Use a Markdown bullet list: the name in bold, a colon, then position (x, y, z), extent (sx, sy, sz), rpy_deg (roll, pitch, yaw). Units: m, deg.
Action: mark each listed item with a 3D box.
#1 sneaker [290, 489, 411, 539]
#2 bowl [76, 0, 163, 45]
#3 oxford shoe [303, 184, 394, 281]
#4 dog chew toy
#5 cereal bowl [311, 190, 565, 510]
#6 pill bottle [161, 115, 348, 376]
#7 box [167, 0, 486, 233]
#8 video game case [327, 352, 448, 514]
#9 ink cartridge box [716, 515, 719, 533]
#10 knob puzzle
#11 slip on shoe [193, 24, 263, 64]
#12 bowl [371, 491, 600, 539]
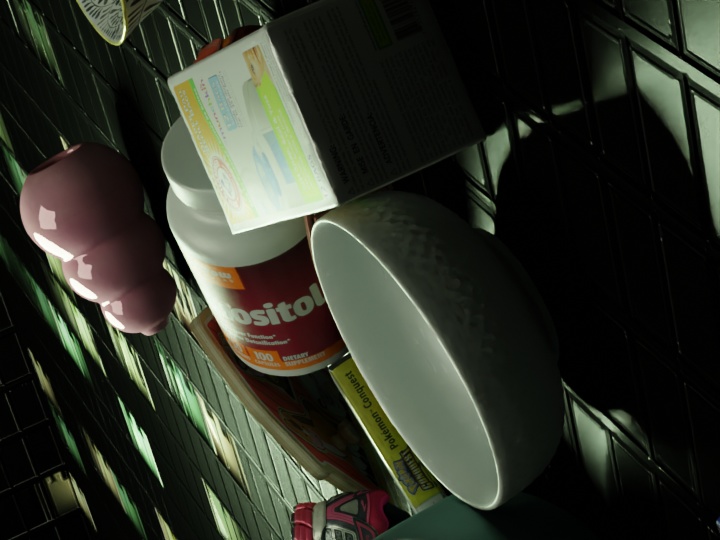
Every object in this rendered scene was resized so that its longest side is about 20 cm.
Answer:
- **sneaker**: position (0.031, 0.224, 1.631), extent (0.200, 0.075, 0.081), rpy_deg (41, -143, -45)
- **bowl**: position (-0.171, -0.272, 1.612), extent (0.201, 0.094, 0.201), rpy_deg (57, 164, 27)
- **oxford shoe**: position (0.000, 0.000, 1.498), extent (0.074, 0.071, 0.200), rpy_deg (-142, 31, -66)
- **dog chew toy**: position (-0.252, -0.025, 2.232), extent (0.200, 0.124, 0.125), rpy_deg (61, 166, -13)
- **cereal bowl**: position (0.057, 0.037, 1.316), extent (0.200, 0.083, 0.200), rpy_deg (54, 164, 24)
- **pill bottle**: position (-0.067, -0.025, 1.544), extent (0.113, 0.113, 0.200), rpy_deg (53, 171, 40)
- **box**: position (-0.025, -0.097, 1.338), extent (0.113, 0.101, 0.200), rpy_deg (67, 159, -5)
- **video game case**: position (0.051, 0.167, 1.574), extent (0.181, 0.025, 0.200), rpy_deg (57, 178, 29)
- **ink cartridge box**: position (0.223, 0.177, 1.073), extent (0.099, 0.039, 0.200), rpy_deg (31, 142, 66)
- **knob puzzle**: position (-0.047, 0.084, 1.669), extent (0.220, 0.030, 0.220), rpy_deg (44, -166, -14)
- **slip on shoe**: position (-0.071, -0.141, 1.535), extent (0.200, 0.074, 0.061), rpy_deg (172, 110, -68)
- **bowl**: position (0.087, 0.211, 1.372), extent (0.201, 0.105, 0.201), rpy_deg (19, 133, 21)
